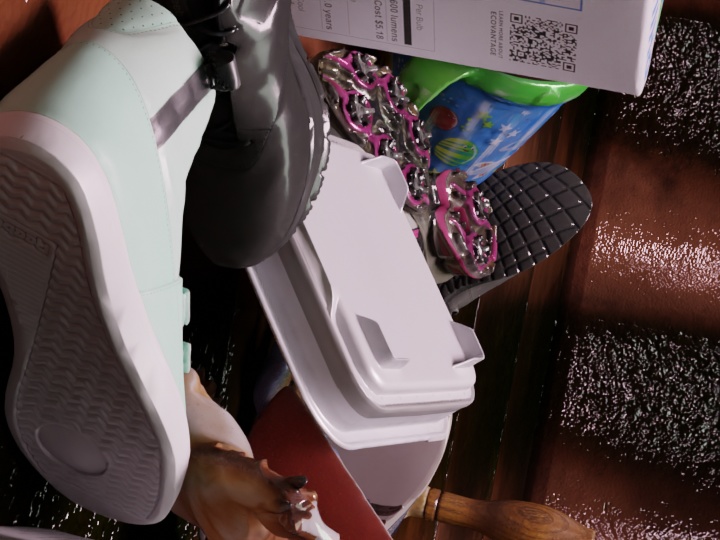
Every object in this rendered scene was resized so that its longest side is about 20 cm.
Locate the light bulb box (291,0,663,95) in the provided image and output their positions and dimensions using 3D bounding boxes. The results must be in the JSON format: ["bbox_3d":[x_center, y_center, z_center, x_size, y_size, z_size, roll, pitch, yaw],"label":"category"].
[{"bbox_3d":[0.049,-0.203,0.817,0.199,0.198,0.125,86,19,-53],"label":"light bulb box"}]

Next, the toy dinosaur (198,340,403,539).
[{"bbox_3d":[-0.029,0.103,1.027,0.200,0.104,0.182,-84,-161,-62],"label":"toy dinosaur"}]

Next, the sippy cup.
[{"bbox_3d":[0.069,-0.126,1.153,0.131,0.177,0.140,-57,-139,44],"label":"sippy cup"}]

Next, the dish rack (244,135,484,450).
[{"bbox_3d":[0.000,0.000,0.885,0.173,0.043,0.200,67,18,11],"label":"dish rack"}]

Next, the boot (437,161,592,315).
[{"bbox_3d":[0.075,-0.012,1.263,0.068,0.199,0.131,58,13,4],"label":"boot"}]

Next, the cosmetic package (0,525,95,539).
[{"bbox_3d":[-0.053,0.162,0.640,0.085,0.198,0.109,32,70,-72],"label":"cosmetic package"}]

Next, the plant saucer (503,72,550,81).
[{"bbox_3d":[0.082,-0.191,1.086,0.032,0.199,0.201,-46,-163,45],"label":"plant saucer"}]

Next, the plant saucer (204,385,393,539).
[{"bbox_3d":[-0.030,0.194,0.859,0.036,0.200,0.201,-8,136,-34],"label":"plant saucer"}]

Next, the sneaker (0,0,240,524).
[{"bbox_3d":[-0.081,-0.002,0.668,0.119,0.073,0.201,-61,157,-43],"label":"sneaker"}]

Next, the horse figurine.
[{"bbox_3d":[-0.058,0.087,0.752,0.050,0.200,0.133,-38,131,-7],"label":"horse figurine"}]

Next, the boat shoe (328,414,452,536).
[{"bbox_3d":[-0.010,0.140,1.098,0.201,0.074,0.093,-55,177,9],"label":"boat shoe"}]

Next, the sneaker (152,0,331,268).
[{"bbox_3d":[-0.059,-0.097,0.748,0.091,0.075,0.202,-28,122,-63],"label":"sneaker"}]

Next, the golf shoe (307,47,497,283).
[{"bbox_3d":[0.004,-0.050,1.052,0.200,0.091,0.073,51,37,-45],"label":"golf shoe"}]

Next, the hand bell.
[{"bbox_3d":[0.054,0.154,1.175,0.104,0.198,0.105,11,90,-78],"label":"hand bell"}]
